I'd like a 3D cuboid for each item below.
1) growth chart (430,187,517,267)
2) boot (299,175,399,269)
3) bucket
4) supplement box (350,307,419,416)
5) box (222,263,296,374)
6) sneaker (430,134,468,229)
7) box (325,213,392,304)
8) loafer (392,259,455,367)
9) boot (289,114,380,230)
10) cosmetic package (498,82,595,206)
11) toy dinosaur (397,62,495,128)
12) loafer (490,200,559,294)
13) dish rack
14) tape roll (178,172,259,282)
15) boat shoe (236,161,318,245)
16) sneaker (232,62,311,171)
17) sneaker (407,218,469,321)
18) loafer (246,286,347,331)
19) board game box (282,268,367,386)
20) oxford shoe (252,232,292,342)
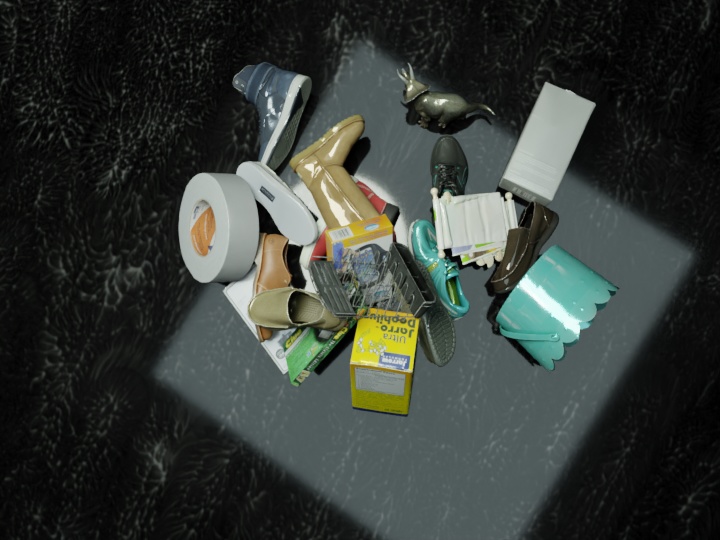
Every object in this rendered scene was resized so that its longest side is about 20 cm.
[{"bbox_3d":[0.218,-0.078,1.402,0.197,0.018,0.148,-2,91,-27],"label":"growth chart"},{"bbox_3d":[-0.015,-0.061,1.449,0.143,0.072,0.202,34,86,5],"label":"boot"},{"bbox_3d":[0.345,0.065,1.344,0.134,0.207,0.208,40,90,18],"label":"bucket"},{"bbox_3d":[0.043,0.166,1.351,0.107,0.201,0.111,7,58,5],"label":"supplement box"},{"bbox_3d":[-0.159,0.083,1.456,0.116,0.060,0.201,-39,84,2],"label":"box"},{"bbox_3d":[0.171,-0.161,1.434,0.074,0.079,0.204,-3,85,5],"label":"sneaker"},{"bbox_3d":[0.000,0.000,1.386,0.117,0.202,0.042,-17,42,-15],"label":"box"},{"bbox_3d":[0.115,0.080,1.395,0.075,0.069,0.203,-21,93,-40],"label":"loafer"},{"bbox_3d":[-0.015,-0.161,1.408,0.174,0.066,0.201,-36,81,3],"label":"boot"},{"bbox_3d":[0.348,-0.234,1.421,0.106,0.090,0.202,26,86,6],"label":"cosmetic package"},{"bbox_3d":[0.155,-0.309,1.432,0.197,0.102,0.078,23,89,7],"label":"toy dinosaur"},{"bbox_3d":[0.290,-0.045,1.398,0.071,0.073,0.201,40,67,-16],"label":"loafer"},{"bbox_3d":[0.014,0.018,1.275,0.197,0.154,0.055,2,130,-29],"label":"dish rack"},{"bbox_3d":[-0.267,-0.079,1.412,0.065,0.199,0.204,-2,93,-40],"label":"tape roll"},{"bbox_3d":[-0.145,-0.131,1.423,0.200,0.070,0.071,43,118,9],"label":"boat shoe"},{"bbox_3d":[-0.194,-0.303,1.480,0.144,0.077,0.205,24,97,15],"label":"sneaker"},{"bbox_3d":[0.152,-0.005,1.416,0.077,0.079,0.203,-22,90,-33],"label":"sneaker"},{"bbox_3d":[-0.117,0.062,1.295,0.197,0.067,0.077,-2,72,26],"label":"loafer"},{"bbox_3d":[-0.066,0.101,1.341,0.023,0.105,0.200,27,115,-34],"label":"board game box"},{"bbox_3d":[-0.162,0.032,1.395,0.070,0.071,0.204,3,85,1],"label":"oxford shoe"}]
